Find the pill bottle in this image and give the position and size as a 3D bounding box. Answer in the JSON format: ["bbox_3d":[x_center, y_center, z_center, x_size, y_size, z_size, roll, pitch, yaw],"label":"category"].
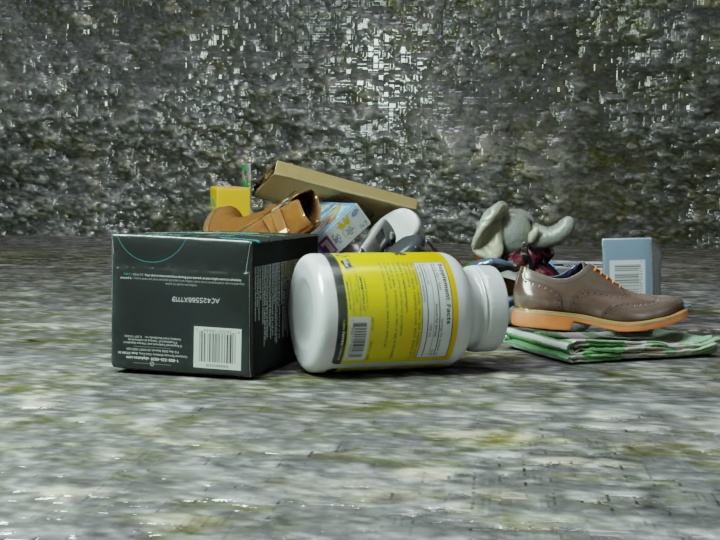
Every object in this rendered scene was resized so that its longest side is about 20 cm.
[{"bbox_3d":[0.038,0.039,1.186,0.198,0.114,0.112,0,4,-20],"label":"pill bottle"}]

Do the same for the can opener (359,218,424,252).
[{"bbox_3d":[0.010,0.005,1.403,0.066,0.053,0.200,-9,28,34],"label":"can opener"}]

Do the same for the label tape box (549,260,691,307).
[{"bbox_3d":[0.376,0.020,1.819,0.197,0.067,0.143,-1,4,1],"label":"label tape box"}]

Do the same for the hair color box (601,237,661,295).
[{"bbox_3d":[0.331,0.016,1.485,0.060,0.100,0.200,-1,-3,17],"label":"hair color box"}]

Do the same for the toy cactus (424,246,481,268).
[{"bbox_3d":[0.100,-0.002,1.749,0.163,0.104,0.199,17,12,24],"label":"toy cactus"}]

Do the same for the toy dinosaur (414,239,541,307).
[{"bbox_3d":[0.116,0.040,1.415,0.179,0.106,0.200,-17,-22,15],"label":"toy dinosaur"}]

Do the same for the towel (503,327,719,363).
[{"bbox_3d":[0.270,0.076,1.339,0.198,0.024,0.152,-1,4,-23],"label":"towel"}]

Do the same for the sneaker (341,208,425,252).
[{"bbox_3d":[0.000,0.000,1.623,0.198,0.076,0.089,-27,-34,0],"label":"sneaker"}]

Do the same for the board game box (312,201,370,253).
[{"bbox_3d":[-0.091,-0.012,1.570,0.200,0.034,0.134,-42,18,-14],"label":"board game box"}]

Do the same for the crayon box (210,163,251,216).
[{"bbox_3d":[-0.185,-0.050,1.737,0.051,0.203,0.126,0,4,-11],"label":"crayon box"}]

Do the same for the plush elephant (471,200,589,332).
[{"bbox_3d":[0.219,-0.011,1.580,0.198,0.157,0.164,3,5,23],"label":"plush elephant"}]

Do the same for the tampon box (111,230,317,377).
[{"bbox_3d":[-0.141,0.026,1.225,0.148,0.128,0.200,2,4,16],"label":"tampon box"}]

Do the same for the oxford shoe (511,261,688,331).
[{"bbox_3d":[0.265,0.028,1.340,0.197,0.074,0.071,1,2,-9],"label":"oxford shoe"}]

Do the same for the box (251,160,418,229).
[{"bbox_3d":[-0.038,-0.099,1.667,0.198,0.022,0.163,15,-11,-13],"label":"box"}]

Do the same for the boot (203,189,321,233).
[{"bbox_3d":[-0.123,-0.059,1.545,0.155,0.077,0.201,-39,22,15],"label":"boot"}]
